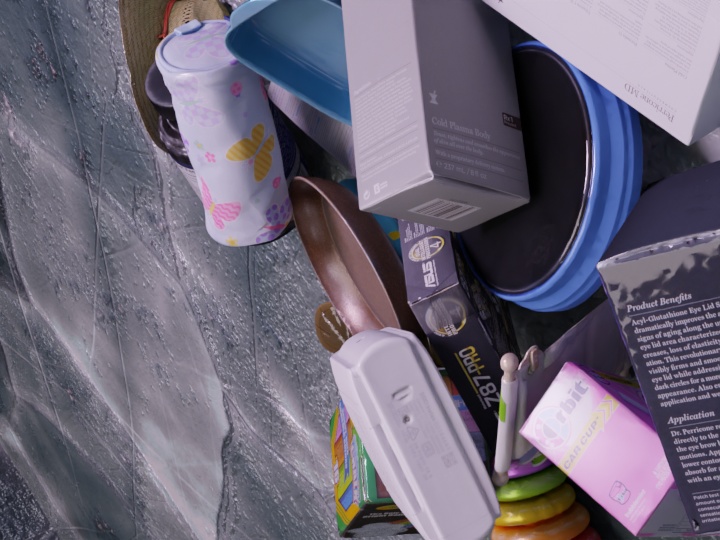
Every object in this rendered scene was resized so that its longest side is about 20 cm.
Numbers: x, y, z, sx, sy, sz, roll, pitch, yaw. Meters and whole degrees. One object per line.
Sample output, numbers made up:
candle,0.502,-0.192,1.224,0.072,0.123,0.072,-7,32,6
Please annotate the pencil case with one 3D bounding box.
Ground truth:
pencil case,-0.117,-0.117,1.221,0.090,0.083,0.202,28,144,40

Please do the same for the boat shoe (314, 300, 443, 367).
boat shoe,0.048,0.047,1.345,0.198,0.065,0.074,5,111,35

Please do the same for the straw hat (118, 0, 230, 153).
straw hat,-0.165,-0.222,1.405,0.084,0.202,0.203,-8,117,14

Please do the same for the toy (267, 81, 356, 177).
toy,0.009,-0.136,1.256,0.200,0.047,0.116,46,144,15

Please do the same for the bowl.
bowl,0.130,-0.072,1.035,0.200,0.039,0.204,-12,77,62

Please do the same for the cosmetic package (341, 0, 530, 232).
cosmetic package,0.052,-0.139,1.026,0.090,0.106,0.203,-21,68,47

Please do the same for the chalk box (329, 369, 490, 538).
chalk box,0.048,0.167,1.322,0.200,0.123,0.126,116,150,-65

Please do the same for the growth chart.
growth chart,0.161,0.083,1.071,0.018,0.199,0.146,28,131,31

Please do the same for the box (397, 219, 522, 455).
box,0.085,0.027,1.143,0.201,0.049,0.162,-95,-20,-58

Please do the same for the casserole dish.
casserole dish,-0.016,-0.177,1.123,0.199,0.039,0.120,28,147,-35

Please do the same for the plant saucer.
plant saucer,0.000,0.000,1.250,0.201,0.034,0.201,55,165,22

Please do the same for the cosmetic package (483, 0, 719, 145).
cosmetic package,0.174,-0.201,0.926,0.200,0.051,0.152,42,142,29

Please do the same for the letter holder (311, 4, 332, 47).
letter holder,-0.035,-0.258,1.113,0.101,0.141,0.200,54,150,9

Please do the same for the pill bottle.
pill bottle,-0.126,-0.124,1.351,0.111,0.112,0.201,33,162,39

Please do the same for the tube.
tube,0.024,-0.023,1.268,0.078,0.050,0.200,53,178,-35

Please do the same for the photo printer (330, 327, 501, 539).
photo printer,0.038,0.127,1.119,0.168,0.069,0.200,64,174,-2

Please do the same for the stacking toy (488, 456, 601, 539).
stacking toy,0.153,0.197,1.295,0.116,0.108,0.203,176,78,-75

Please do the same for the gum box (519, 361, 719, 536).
gum box,0.216,0.136,1.047,0.113,0.199,0.067,40,102,31

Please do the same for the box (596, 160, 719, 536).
box,0.247,0.044,0.912,0.103,0.148,0.202,-15,105,31
